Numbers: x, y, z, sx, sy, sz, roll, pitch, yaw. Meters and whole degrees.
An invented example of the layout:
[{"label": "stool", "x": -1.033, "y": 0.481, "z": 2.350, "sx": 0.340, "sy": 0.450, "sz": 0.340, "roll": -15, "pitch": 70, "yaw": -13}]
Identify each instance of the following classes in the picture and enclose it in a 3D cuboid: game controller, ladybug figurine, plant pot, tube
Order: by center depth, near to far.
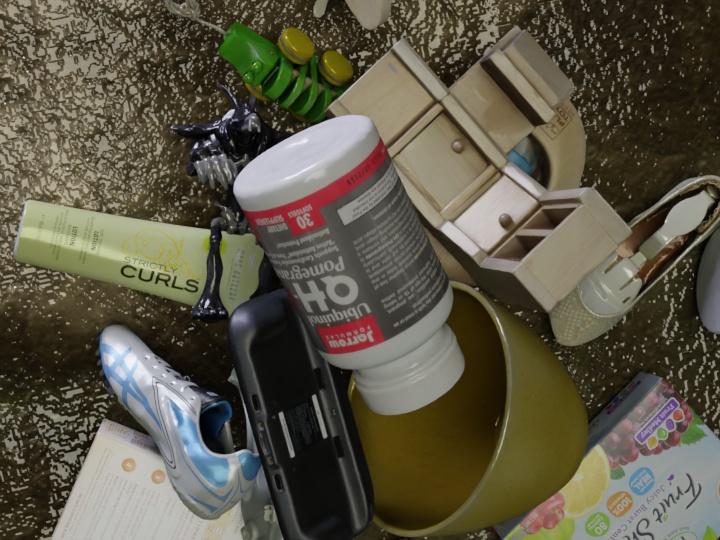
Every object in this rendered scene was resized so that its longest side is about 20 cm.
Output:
[{"label": "game controller", "x": -0.043, "y": 0.114, "z": 0.855, "sx": 0.104, "sy": 0.042, "sz": 0.201, "roll": -19, "pitch": 94, "yaw": -48}, {"label": "plant pot", "x": 0.101, "y": 0.122, "z": 0.922, "sx": 0.142, "sy": 0.200, "sz": 0.201, "roll": 17, "pitch": 92, "yaw": -34}, {"label": "tube", "x": -0.178, "y": -0.014, "z": 0.933, "sx": 0.199, "sy": 0.052, "sz": 0.058, "roll": 13, "pitch": 121, "yaw": -14}, {"label": "ladybug figurine", "x": 0.104, "y": -0.073, "z": 0.952, "sx": 0.200, "sy": 0.072, "sz": 0.136, "roll": -45, "pitch": 97, "yaw": -2}]

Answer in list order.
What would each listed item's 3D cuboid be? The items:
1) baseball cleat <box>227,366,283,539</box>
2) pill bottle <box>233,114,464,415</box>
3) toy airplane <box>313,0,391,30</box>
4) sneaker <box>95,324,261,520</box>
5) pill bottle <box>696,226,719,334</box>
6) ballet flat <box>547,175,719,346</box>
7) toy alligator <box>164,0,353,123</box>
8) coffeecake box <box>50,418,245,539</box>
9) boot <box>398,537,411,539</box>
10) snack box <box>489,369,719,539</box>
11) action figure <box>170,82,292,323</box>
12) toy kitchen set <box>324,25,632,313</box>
[{"label": "baseball cleat", "x": -0.050, "y": 0.138, "z": 0.913, "sx": 0.106, "sy": 0.070, "sz": 0.201, "roll": 10, "pitch": 64, "yaw": -37}, {"label": "pill bottle", "x": 0.000, "y": 0.000, "z": 0.815, "sx": 0.110, "sy": 0.111, "sz": 0.200, "roll": -29, "pitch": 110, "yaw": -5}, {"label": "toy airplane", "x": -0.053, "y": -0.304, "z": 0.881, "sx": 0.198, "sy": 0.141, "sz": 0.201, "roll": 18, "pitch": 115, "yaw": 18}, {"label": "sneaker", "x": -0.144, "y": 0.107, "z": 0.895, "sx": 0.072, "sy": 0.072, "sz": 0.200, "roll": -43, "pitch": 56, "yaw": 0}, {"label": "pill bottle", "x": 0.403, "y": 0.021, "z": 0.977, "sx": 0.199, "sy": 0.114, "sz": 0.114, "roll": 8, "pitch": 93, "yaw": -8}, {"label": "ballet flat", "x": 0.237, "y": -0.015, "z": 0.977, "sx": 0.200, "sy": 0.062, "sz": 0.067, "roll": -43, "pitch": 83, "yaw": -4}, {"label": "toy alligator", "x": -0.070, "y": -0.159, "z": 0.904, "sx": 0.200, "sy": 0.054, "sz": 0.059, "roll": 24, "pitch": 132, "yaw": -31}, {"label": "coffeecake box", "x": -0.152, "y": 0.235, "z": 0.939, "sx": 0.199, "sy": 0.073, "sz": 0.154, "roll": 24, "pitch": 89, "yaw": -8}, {"label": "boot", "x": 0.049, "y": 0.347, "z": 0.971, "sx": 0.200, "sy": 0.077, "sz": 0.155, "roll": 45, "pitch": 86, "yaw": -5}, {"label": "snack box", "x": 0.233, "y": 0.209, "z": 0.998, "sx": 0.200, "sy": 0.053, "sz": 0.142, "roll": -45, "pitch": 99, "yaw": -2}, {"label": "action figure", "x": -0.088, "y": -0.060, "z": 0.906, "sx": 0.118, "sy": 0.102, "sz": 0.201, "roll": 4, "pitch": 81, "yaw": -27}, {"label": "toy kitchen set", "x": 0.106, "y": -0.102, "z": 0.824, "sx": 0.163, "sy": 0.180, "sz": 0.200, "roll": -43, "pitch": 96, "yaw": -3}]
